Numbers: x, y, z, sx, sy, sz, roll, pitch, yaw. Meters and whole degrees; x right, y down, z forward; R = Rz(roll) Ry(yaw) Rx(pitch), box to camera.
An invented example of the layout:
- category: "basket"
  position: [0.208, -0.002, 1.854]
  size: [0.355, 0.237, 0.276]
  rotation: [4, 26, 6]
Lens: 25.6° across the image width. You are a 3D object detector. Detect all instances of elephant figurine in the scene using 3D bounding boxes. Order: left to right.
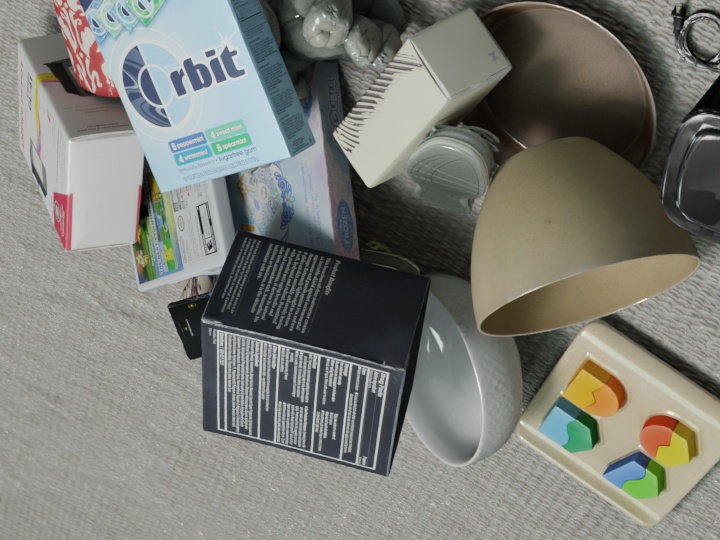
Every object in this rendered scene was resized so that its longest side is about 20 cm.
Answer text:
- category: "elephant figurine"
  position: [-0.068, -0.212, 1.478]
  size: [0.200, 0.155, 0.141]
  rotation: [-23, 132, 36]

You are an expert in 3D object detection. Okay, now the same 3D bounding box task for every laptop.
- category: "laptop"
  position: [-0.092, 0.083, 1.724]
  size: [0.177, 0.200, 0.103]
  rotation: [86, 168, -68]

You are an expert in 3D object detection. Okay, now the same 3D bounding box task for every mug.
- category: "mug"
  position: [-0.230, -0.276, 1.556]
  size: [0.177, 0.133, 0.200]
  rotation: [19, 137, 25]

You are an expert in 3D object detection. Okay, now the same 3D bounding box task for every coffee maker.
- category: "coffee maker"
  position: [0.309, -0.115, 1.243]
  size: [0.192, 0.200, 0.135]
  rotation: [4, 126, 33]

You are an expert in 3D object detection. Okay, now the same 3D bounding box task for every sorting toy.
- category: "sorting toy"
  position: [0.265, 0.163, 1.609]
  size: [0.185, 0.036, 0.200]
  rotation: [35, 137, 7]

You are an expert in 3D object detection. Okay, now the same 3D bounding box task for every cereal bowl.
- category: "cereal bowl"
  position: [0.106, 0.095, 1.629]
  size: [0.200, 0.083, 0.200]
  rotation: [45, 144, 47]

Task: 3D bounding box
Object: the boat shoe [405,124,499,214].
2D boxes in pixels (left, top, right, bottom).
- category: "boat shoe"
  position: [0.087, -0.101, 1.433]
  size: [0.074, 0.065, 0.202]
  rotation: [19, 172, 7]

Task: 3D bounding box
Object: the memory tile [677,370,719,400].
- category: "memory tile"
  position: [0.285, 0.165, 1.635]
  size: [0.153, 0.017, 0.200]
  rotation: [35, 138, 7]

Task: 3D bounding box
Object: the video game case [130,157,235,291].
- category: "video game case"
  position: [-0.197, -0.090, 1.646]
  size: [0.182, 0.022, 0.200]
  rotation: [-16, 84, 52]

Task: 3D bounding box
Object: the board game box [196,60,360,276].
- category: "board game box"
  position: [-0.099, -0.099, 1.607]
  size: [0.199, 0.043, 0.200]
  rotation: [-4, 93, 39]

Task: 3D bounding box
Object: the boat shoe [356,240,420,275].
- category: "boat shoe"
  position: [-0.002, -0.002, 1.635]
  size: [0.072, 0.060, 0.202]
  rotation: [47, 154, -23]

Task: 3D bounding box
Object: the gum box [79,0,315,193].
- category: "gum box"
  position: [-0.151, -0.184, 1.450]
  size: [0.170, 0.045, 0.200]
  rotation: [-11, 106, 38]

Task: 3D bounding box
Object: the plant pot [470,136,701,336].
- category: "plant pot"
  position: [0.181, -0.038, 1.390]
  size: [0.200, 0.200, 0.135]
  rotation: [-34, 67, 47]

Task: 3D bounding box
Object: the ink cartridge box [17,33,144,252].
- category: "ink cartridge box"
  position: [-0.297, -0.137, 1.670]
  size: [0.200, 0.086, 0.148]
  rotation: [55, 147, 43]

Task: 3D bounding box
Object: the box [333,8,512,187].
- category: "box"
  position: [0.053, -0.154, 1.446]
  size: [0.068, 0.082, 0.200]
  rotation: [57, 151, 7]

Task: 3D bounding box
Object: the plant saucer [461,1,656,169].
- category: "plant saucer"
  position: [0.177, -0.158, 1.429]
  size: [0.200, 0.032, 0.200]
  rotation: [20, 134, 22]

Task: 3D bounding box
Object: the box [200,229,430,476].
- category: "box"
  position: [-0.045, 0.084, 1.560]
  size: [0.198, 0.123, 0.200]
  rotation: [15, 143, 6]

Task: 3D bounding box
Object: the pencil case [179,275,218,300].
- category: "pencil case"
  position: [-0.127, -0.006, 1.746]
  size: [0.200, 0.089, 0.078]
  rotation: [-50, 58, 48]
